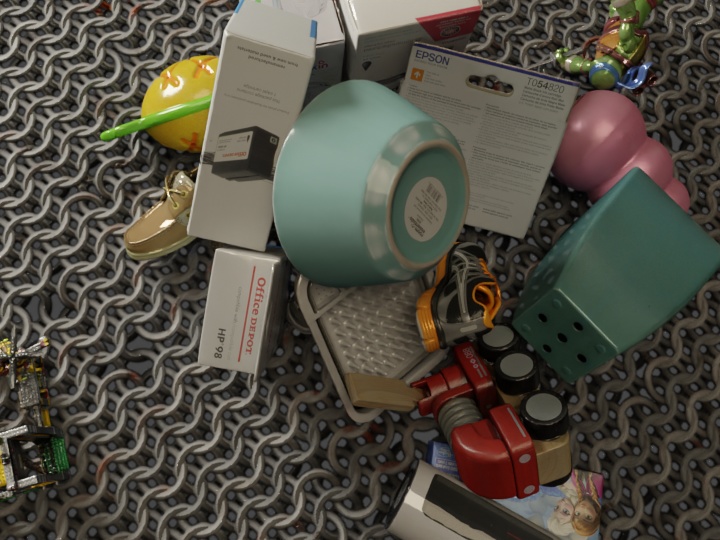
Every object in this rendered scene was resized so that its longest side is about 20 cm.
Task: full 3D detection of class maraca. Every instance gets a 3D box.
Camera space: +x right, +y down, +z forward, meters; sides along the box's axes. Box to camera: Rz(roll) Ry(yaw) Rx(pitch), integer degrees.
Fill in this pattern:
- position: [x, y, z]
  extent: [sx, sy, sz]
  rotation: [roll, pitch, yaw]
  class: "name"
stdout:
- position: [-0.210, -0.191, 0.814]
  extent: [0.198, 0.137, 0.108]
  rotation: [-18, 103, 1]
  class: "maraca"

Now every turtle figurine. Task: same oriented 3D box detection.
- position: [0.300, -0.322, 0.867]
  extent: [0.198, 0.145, 0.194]
  rotation: [23, 54, 29]
  class: "turtle figurine"

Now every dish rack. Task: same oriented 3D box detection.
- position: [0.013, 0.047, 0.756]
  extent: [0.171, 0.043, 0.202]
  rotation: [-35, 117, -28]
  class: "dish rack"

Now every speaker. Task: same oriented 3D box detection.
- position: [0.128, 0.277, 0.696]
  extent: [0.198, 0.081, 0.082]
  rotation: [29, 76, 5]
  class: "speaker"

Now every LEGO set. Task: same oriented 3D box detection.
- position: [-0.394, 0.167, 0.712]
  extent: [0.152, 0.116, 0.203]
  rotation: [-8, 76, -6]
  class: "LEGO set"

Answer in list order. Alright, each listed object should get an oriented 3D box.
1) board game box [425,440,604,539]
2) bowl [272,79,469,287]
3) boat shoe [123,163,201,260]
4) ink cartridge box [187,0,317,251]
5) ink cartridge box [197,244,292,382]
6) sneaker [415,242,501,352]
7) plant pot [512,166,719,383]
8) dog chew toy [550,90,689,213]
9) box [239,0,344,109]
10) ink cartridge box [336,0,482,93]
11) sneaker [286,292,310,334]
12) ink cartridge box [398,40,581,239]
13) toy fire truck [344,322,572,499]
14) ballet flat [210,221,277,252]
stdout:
- position: [0.159, 0.307, 0.753]
  extent: [0.197, 0.043, 0.202]
  rotation: [10, 76, 0]
  class: "board game box"
- position: [0.027, -0.070, 0.634]
  extent: [0.104, 0.201, 0.202]
  rotation: [19, 70, 43]
  class: "bowl"
- position: [-0.199, -0.090, 0.807]
  extent: [0.199, 0.067, 0.074]
  rotation: [-38, 50, -15]
  class: "boat shoe"
- position: [-0.107, -0.144, 0.677]
  extent: [0.083, 0.202, 0.146]
  rotation: [13, 30, -12]
  class: "ink cartridge box"
- position: [-0.117, 0.034, 0.710]
  extent: [0.066, 0.200, 0.117]
  rotation: [10, 95, -1]
  class: "ink cartridge box"
- position: [0.122, 0.025, 0.762]
  extent: [0.076, 0.200, 0.079]
  rotation: [-11, 114, 25]
  class: "sneaker"
- position: [0.269, 0.018, 0.749]
  extent: [0.141, 0.142, 0.200]
  rotation: [46, 55, 8]
  class: "plant pot"
- position: [0.321, -0.123, 0.838]
  extent: [0.200, 0.125, 0.125]
  rotation: [45, 77, 0]
  class: "dog chew toy"
- position: [-0.088, -0.306, 0.824]
  extent: [0.095, 0.177, 0.202]
  rotation: [-14, 78, -7]
  class: "box"
- position: [0.047, -0.276, 0.813]
  extent: [0.145, 0.200, 0.084]
  rotation: [-14, 79, -7]
  class: "ink cartridge box"
- position: [0.000, 0.000, 0.800]
  extent: [0.200, 0.082, 0.075]
  rotation: [-42, 82, -12]
  class: "sneaker"
- position: [0.131, -0.153, 0.806]
  extent: [0.197, 0.202, 0.041]
  rotation: [15, 31, 0]
  class: "ink cartridge box"
- position: [0.099, 0.150, 0.714]
  extent: [0.198, 0.130, 0.177]
  rotation: [-19, 35, -3]
  class: "toy fire truck"
- position: [-0.096, -0.079, 0.832]
  extent: [0.199, 0.046, 0.068]
  rotation: [-32, 79, -11]
  class: "ballet flat"
